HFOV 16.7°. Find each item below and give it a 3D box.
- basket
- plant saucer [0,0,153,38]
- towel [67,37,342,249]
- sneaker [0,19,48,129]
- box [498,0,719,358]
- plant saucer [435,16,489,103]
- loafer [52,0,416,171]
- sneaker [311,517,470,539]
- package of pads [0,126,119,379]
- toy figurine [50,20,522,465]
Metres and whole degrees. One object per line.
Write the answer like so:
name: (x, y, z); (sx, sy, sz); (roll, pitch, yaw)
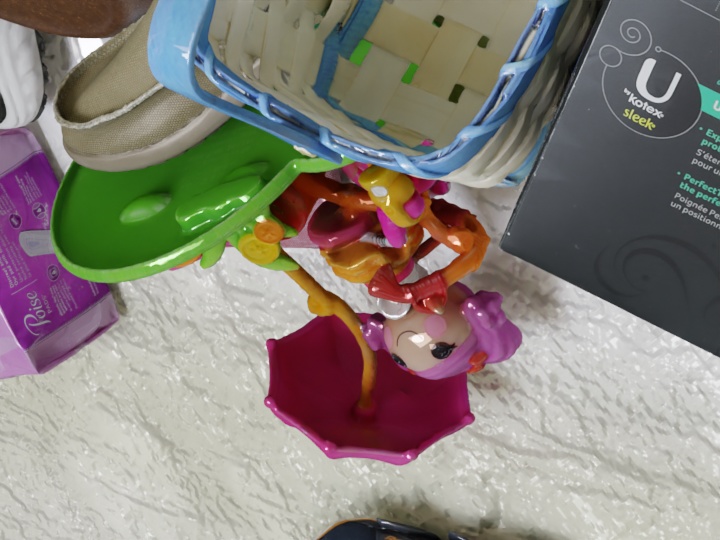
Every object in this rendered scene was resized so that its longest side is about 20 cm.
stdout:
basket: (0.010, -0.115, 0.820); (0.138, 0.177, 0.200); (25, 176, 22)
plant saucer: (-0.158, -0.150, 1.042); (0.199, 0.037, 0.201); (22, 165, 6)
towel: (-0.083, -0.102, 1.129); (0.143, 0.023, 0.201); (-1, 114, 44)
sneaker: (-0.208, -0.154, 1.164); (0.074, 0.079, 0.201); (23, 130, 56)
box: (0.148, -0.089, 0.792); (0.124, 0.149, 0.201); (26, 134, 5)
plant saucer: (0.052, -0.149, 0.957); (0.199, 0.031, 0.201); (24, 131, 31)
loafer: (-0.056, -0.108, 0.983); (0.199, 0.076, 0.067); (-29, 122, 30)
sneaker: (0.028, 0.156, 1.157); (0.198, 0.080, 0.079); (-5, 121, 19)
package of pads: (-0.227, -0.001, 1.295); (0.199, 0.076, 0.121); (-10, 109, 47)
toy figurine: (0.000, 0.000, 1.041); (0.199, 0.151, 0.184); (-16, 128, 33)
